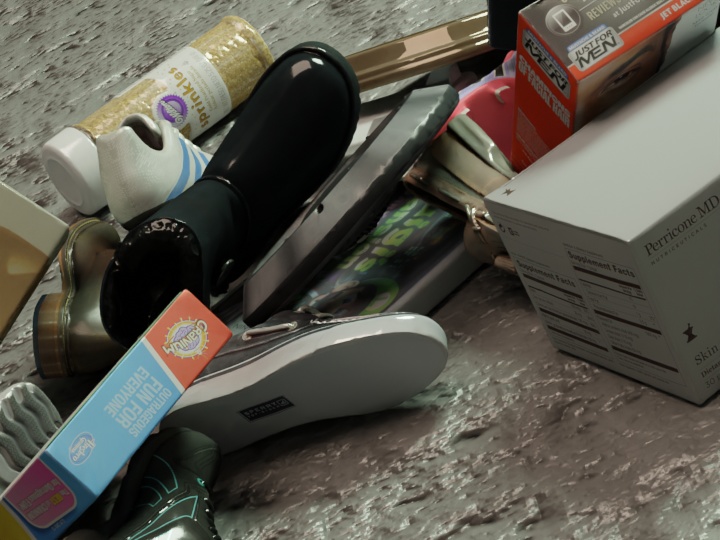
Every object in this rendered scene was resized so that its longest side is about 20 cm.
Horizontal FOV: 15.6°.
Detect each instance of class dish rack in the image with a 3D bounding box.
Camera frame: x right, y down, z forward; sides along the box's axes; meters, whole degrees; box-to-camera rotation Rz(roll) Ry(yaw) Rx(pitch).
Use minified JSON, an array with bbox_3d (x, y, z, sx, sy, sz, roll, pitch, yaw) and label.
[{"bbox_3d":[-0.005,-0.093,1.877,0.199,0.044,0.172,-16,15,28],"label":"dish rack"}]

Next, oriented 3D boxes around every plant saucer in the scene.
[{"bbox_3d":[0.059,-0.165,1.929,0.199,0.030,0.200,-18,4,1],"label":"plant saucer"}]

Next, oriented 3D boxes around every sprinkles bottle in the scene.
[{"bbox_3d":[-0.161,-0.127,2.120,0.200,0.069,0.068,-38,25,-22],"label":"sprinkles bottle"}]

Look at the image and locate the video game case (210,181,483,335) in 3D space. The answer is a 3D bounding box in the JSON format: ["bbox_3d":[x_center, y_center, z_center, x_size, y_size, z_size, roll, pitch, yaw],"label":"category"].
[{"bbox_3d":[0.000,0.000,1.745,0.200,0.023,0.181,-41,27,-27],"label":"video game case"}]

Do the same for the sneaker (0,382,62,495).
[{"bbox_3d":[-0.266,0.154,1.684,0.082,0.075,0.200,-27,12,40],"label":"sneaker"}]

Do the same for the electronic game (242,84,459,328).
[{"bbox_3d":[-0.006,-0.040,1.675,0.200,0.042,0.200,-48,4,5],"label":"electronic game"}]

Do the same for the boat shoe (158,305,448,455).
[{"bbox_3d":[-0.035,0.054,1.603,0.199,0.072,0.068,-22,45,29],"label":"boat shoe"}]

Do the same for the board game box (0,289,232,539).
[{"bbox_3d":[-0.169,0.114,1.560,0.153,0.040,0.200,-51,4,-41],"label":"board game box"}]

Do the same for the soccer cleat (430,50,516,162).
[{"bbox_3d":[0.111,-0.122,1.811,0.199,0.067,0.076,-33,28,-29],"label":"soccer cleat"}]

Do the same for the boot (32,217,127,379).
[{"bbox_3d":[-0.166,0.018,1.859,0.096,0.075,0.200,-4,27,7],"label":"boot"}]

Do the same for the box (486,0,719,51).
[{"bbox_3d":[0.205,-0.236,1.798,0.199,0.125,0.197,9,37,15],"label":"box"}]

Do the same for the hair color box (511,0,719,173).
[{"bbox_3d":[0.154,-0.116,1.617,0.111,0.200,0.064,-33,68,-12],"label":"hair color box"}]

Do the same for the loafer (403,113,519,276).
[{"bbox_3d":[0.086,-0.029,1.648,0.063,0.072,0.200,-38,33,2],"label":"loafer"}]

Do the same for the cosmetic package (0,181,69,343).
[{"bbox_3d":[-0.279,0.040,1.778,0.201,0.071,0.105,-59,4,-8],"label":"cosmetic package"}]

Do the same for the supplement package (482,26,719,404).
[{"bbox_3d":[0.202,-0.039,1.497,0.200,0.111,0.156,-36,25,-18],"label":"supplement package"}]

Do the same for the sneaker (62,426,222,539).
[{"bbox_3d":[-0.113,0.160,1.510,0.079,0.076,0.200,13,31,14],"label":"sneaker"}]

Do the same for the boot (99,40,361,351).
[{"bbox_3d":[-0.085,-0.045,1.725,0.201,0.076,0.168,-55,-3,25],"label":"boot"}]

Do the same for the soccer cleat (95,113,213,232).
[{"bbox_3d":[-0.135,-0.076,1.904,0.070,0.087,0.200,-23,0,14],"label":"soccer cleat"}]
